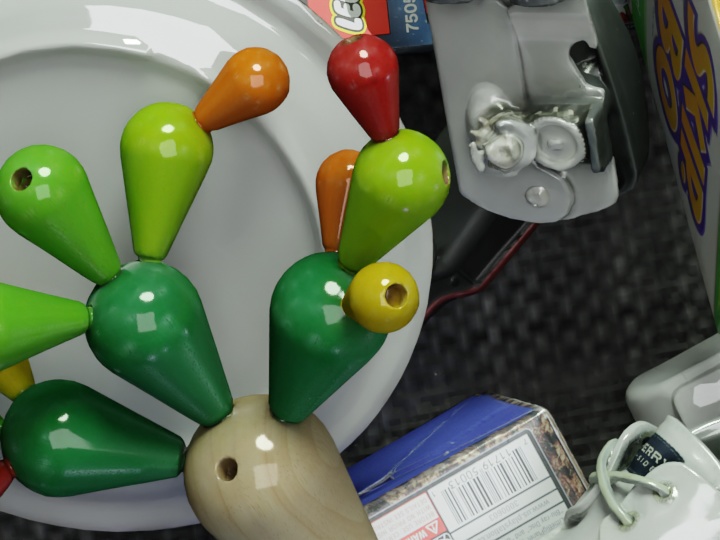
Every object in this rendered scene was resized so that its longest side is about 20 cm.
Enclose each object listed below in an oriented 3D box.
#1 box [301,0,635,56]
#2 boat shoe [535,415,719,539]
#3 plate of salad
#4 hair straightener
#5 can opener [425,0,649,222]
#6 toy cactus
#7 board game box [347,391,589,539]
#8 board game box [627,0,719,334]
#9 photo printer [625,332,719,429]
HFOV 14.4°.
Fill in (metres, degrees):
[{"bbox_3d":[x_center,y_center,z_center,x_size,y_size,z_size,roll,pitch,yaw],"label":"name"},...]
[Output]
[{"bbox_3d":[0.031,-0.173,0.936,0.136,0.040,0.201,-6,92,-9],"label":"box"},{"bbox_3d":[0.092,0.072,0.829,0.200,0.074,0.067,-23,117,-16],"label":"boat shoe"},{"bbox_3d":[-0.077,-0.012,0.858,0.199,0.048,0.201,2,118,3],"label":"plate of salad"},{"bbox_3d":[0.000,0.000,0.916,0.200,0.077,0.041,-45,60,6],"label":"hair straightener"},{"bbox_3d":[0.042,-0.102,0.835,0.052,0.067,0.200,2,127,23],"label":"can opener"},{"bbox_3d":[-0.045,0.033,0.802,0.200,0.102,0.165,-31,113,11],"label":"toy cactus"},{"bbox_3d":[0.029,0.164,0.911,0.159,0.097,0.200,-29,94,-6],"label":"board game box"},{"bbox_3d":[0.101,-0.075,0.836,0.030,0.096,0.200,-11,62,-6],"label":"board game box"},{"bbox_3d":[0.203,0.089,0.947,0.166,0.069,0.200,-27,94,-6],"label":"photo printer"}]
